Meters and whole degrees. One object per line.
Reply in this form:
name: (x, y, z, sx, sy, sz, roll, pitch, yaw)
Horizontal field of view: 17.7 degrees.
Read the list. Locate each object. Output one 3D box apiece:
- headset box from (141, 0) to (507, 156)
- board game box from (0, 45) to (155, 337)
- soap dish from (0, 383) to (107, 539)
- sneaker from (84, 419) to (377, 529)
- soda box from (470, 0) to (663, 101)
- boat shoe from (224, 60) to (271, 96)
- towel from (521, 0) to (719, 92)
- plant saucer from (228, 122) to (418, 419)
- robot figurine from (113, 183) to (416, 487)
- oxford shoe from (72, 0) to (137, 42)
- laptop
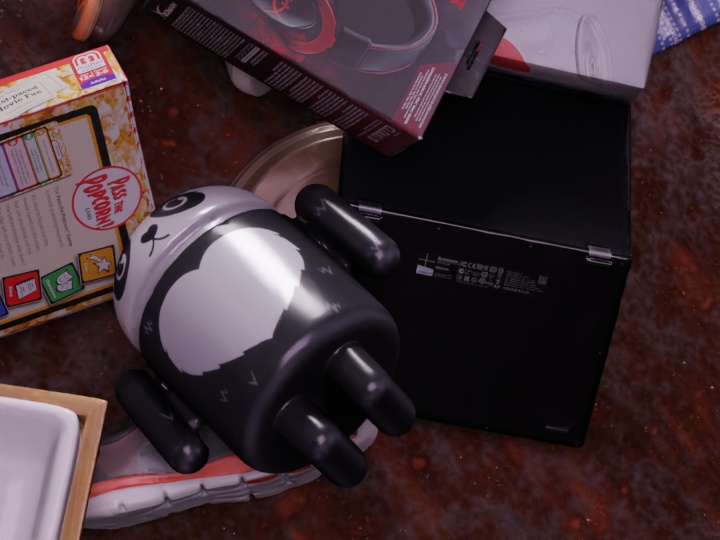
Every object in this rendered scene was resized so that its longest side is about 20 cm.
headset box: (-0.007, -0.174, 1.388, 0.199, 0.075, 0.149, 30, 78, -11)
board game box: (-0.223, -0.032, 1.383, 0.199, 0.152, 0.046, -19, 39, -12)
soap dish: (-0.250, 0.142, 1.350, 0.198, 0.081, 0.159, 7, 77, 14)
sneaker: (-0.089, 0.098, 1.413, 0.198, 0.077, 0.083, -11, 75, -11)
soda box: (0.089, -0.164, 1.480, 0.198, 0.063, 0.069, 13, 86, 0)
boat shoe: (-0.052, -0.210, 1.483, 0.068, 0.072, 0.201, 18, 83, 17)
towel: (0.170, -0.210, 1.541, 0.199, 0.024, 0.146, -27, 86, -11)
plant saucer: (0.000, 0.000, 1.468, 0.198, 0.029, 0.202, 2, 80, -9)
robot figurine: (-0.058, 0.036, 1.354, 0.150, 0.125, 0.200, -23, 53, -36)
oxford shoe: (-0.108, -0.216, 1.427, 0.073, 0.071, 0.201, 34, 77, -11)
laptop: (0.068, -0.016, 1.462, 0.186, 0.116, 0.202, 11, 107, -6)
